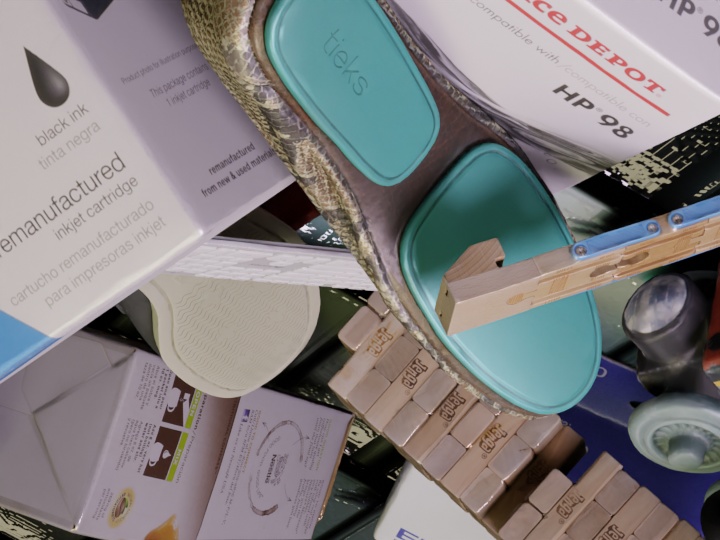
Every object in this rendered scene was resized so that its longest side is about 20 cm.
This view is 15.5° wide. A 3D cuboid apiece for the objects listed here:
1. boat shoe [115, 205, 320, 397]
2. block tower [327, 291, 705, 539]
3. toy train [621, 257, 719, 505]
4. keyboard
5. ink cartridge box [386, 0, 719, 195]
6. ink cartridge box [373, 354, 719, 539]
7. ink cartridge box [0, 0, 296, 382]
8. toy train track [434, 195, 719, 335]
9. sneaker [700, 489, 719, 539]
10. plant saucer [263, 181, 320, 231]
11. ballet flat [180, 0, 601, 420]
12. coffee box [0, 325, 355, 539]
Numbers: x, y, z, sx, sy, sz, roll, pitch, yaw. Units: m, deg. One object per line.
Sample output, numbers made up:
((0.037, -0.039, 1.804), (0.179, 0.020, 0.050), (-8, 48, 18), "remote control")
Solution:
((-0.072, -0.017, 1.009), (0.068, 0.072, 0.200), (50, 179, 36), "boat shoe")
((0.073, 0.088, 1.062), (0.200, 0.054, 0.058), (41, 176, 13), "block tower")
((0.184, 0.061, 0.998), (0.114, 0.085, 0.200), (-18, 131, 36), "toy train")
((0.000, 0.000, 0.993), (0.200, 0.011, 0.056), (5, 174, -42), "keyboard")
((0.050, -0.090, 0.839), (0.116, 0.067, 0.200), (34, 151, -18), "ink cartridge box")
((0.117, 0.110, 1.172), (0.196, 0.043, 0.200), (24, 154, 1), "ink cartridge box")
((-0.139, -0.070, 0.867), (0.144, 0.084, 0.200), (-34, 92, 28), "ink cartridge box")
((0.114, -0.027, 0.834), (0.199, 0.033, 0.115), (-18, 156, -14), "toy train track")
((0.155, 0.129, 0.973), (0.115, 0.075, 0.200), (33, 119, -17), "sneaker")
((-0.100, -0.079, 1.008), (0.200, 0.037, 0.200), (31, 152, -16), "plant saucer")
((0.008, -0.034, 0.843), (0.075, 0.068, 0.200), (25, 158, 53), "ballet flat")
((-0.102, 0.070, 1.138), (0.114, 0.080, 0.200), (17, 177, 28), "coffee box")
